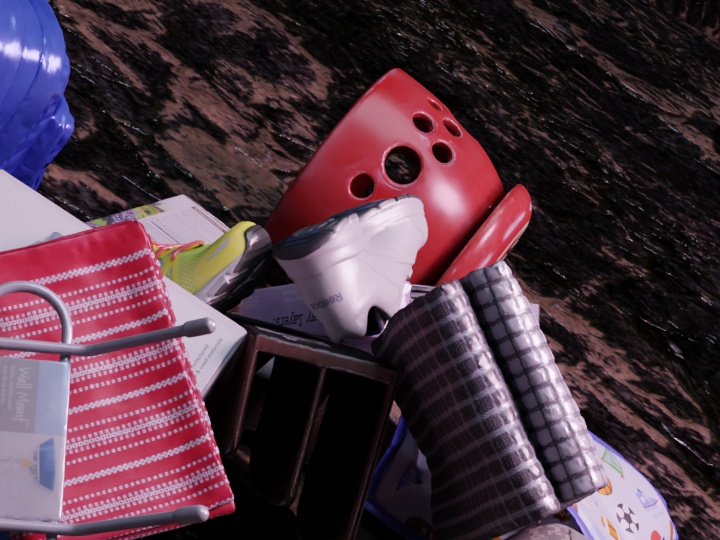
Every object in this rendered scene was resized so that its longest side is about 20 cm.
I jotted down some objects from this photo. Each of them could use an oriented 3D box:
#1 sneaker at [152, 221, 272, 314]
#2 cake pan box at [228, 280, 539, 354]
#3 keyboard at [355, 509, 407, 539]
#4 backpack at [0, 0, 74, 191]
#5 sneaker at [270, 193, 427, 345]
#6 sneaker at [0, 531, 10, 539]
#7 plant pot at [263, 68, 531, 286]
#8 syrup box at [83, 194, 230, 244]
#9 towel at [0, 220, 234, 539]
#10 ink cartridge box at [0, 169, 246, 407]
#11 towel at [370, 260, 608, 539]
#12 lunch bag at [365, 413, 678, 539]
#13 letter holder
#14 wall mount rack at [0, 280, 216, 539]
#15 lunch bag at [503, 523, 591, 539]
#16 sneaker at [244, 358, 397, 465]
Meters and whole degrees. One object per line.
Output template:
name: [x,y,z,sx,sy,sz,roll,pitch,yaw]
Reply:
sneaker: [-0.144,0.009,1.607,0.078,0.199,0.091,-23,82,-56]
cake pan box: [0.013,0.046,1.791,0.183,0.053,0.199,8,-10,-35]
keyboard: [0.042,0.206,1.724,0.127,0.021,0.200,35,22,10]
backpack: [-0.300,-0.133,1.726,0.167,0.201,0.163,11,29,-43]
sneaker: [0.000,0.000,1.626,0.200,0.074,0.088,-28,98,-64]
sneaker: [-0.248,0.124,1.413,0.105,0.076,0.200,41,22,19]
plant pot: [0.039,-0.047,2.025,0.182,0.201,0.200,37,21,5]
syrup box: [-0.168,0.008,1.775,0.081,0.079,0.200,37,21,12]
towel: [-0.170,0.071,1.432,0.144,0.023,0.201,-12,69,-21]
ink cartridge box: [-0.195,0.048,1.536,0.199,0.146,0.088,35,51,1]
towel: [0.075,0.095,1.526,0.167,0.085,0.200,64,-15,7]
lunch bag: [0.126,0.175,1.715,0.199,0.125,0.170,31,17,19]
letter holder: [-0.054,0.115,1.584,0.100,0.143,0.200,14,1,-10]
wall mount rack: [-0.176,0.091,1.366,0.172,0.075,0.202,4,68,-9]
lunch bag: [0.104,0.270,1.465,0.139,0.168,0.200,27,22,-13]
sneaker: [-0.059,0.091,1.758,0.199,0.073,0.085,25,12,-32]
